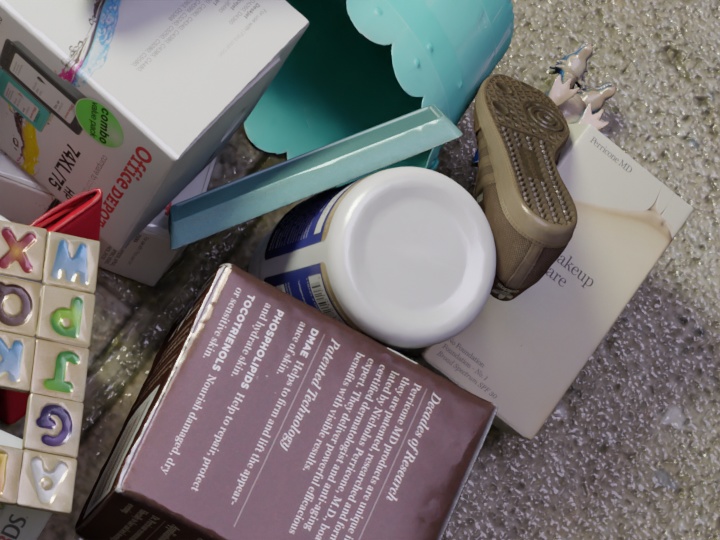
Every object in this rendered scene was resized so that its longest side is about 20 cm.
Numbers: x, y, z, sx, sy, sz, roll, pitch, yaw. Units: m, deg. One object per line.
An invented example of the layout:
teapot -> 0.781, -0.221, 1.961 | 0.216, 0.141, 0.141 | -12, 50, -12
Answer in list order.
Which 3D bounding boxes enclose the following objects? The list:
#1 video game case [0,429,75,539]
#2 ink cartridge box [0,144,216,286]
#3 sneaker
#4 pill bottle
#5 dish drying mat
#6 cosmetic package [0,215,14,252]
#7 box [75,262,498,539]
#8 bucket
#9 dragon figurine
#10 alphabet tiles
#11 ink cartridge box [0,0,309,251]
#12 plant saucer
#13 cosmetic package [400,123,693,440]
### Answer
video game case -> -0.291, 0.130, 1.477 | 0.199, 0.182, 0.023 | 25, 47, -9
ink cartridge box -> -0.200, -0.096, 1.660 | 0.199, 0.084, 0.145 | 21, 62, -11
sneaker -> 0.096, -0.059, 1.635 | 0.070, 0.076, 0.200 | 24, 29, -14
pill bottle -> 0.000, 0.000, 1.619 | 0.115, 0.200, 0.116 | 2, 84, -22
dish drying mat -> -0.199, 0.024, 1.547 | 0.077, 0.200, 0.018 | -37, 69, -28
cosmetic package -> -0.341, -0.005, 1.504 | 0.199, 0.200, 0.123 | 35, 61, -3
box -> -0.051, 0.127, 1.566 | 0.200, 0.166, 0.165 | 28, 69, -8
bucket -> -0.002, -0.166, 1.701 | 0.207, 0.207, 0.135 | 42, 59, 0
dragon figurine -> 0.122, -0.087, 1.789 | 0.059, 0.099, 0.200 | 41, 80, -1
alphabet tiles -> -0.251, 0.043, 1.402 | 0.199, 0.008, 0.168 | 12, 71, -23
ink cartridge box -> -0.166, -0.148, 1.562 | 0.200, 0.147, 0.146 | 41, 59, 1
plant saucer -> -0.033, -0.063, 1.579 | 0.199, 0.070, 0.019 | -21, 104, -1
cosmetic package -> 0.128, 0.007, 1.700 | 0.103, 0.073, 0.200 | 36, 84, -12
